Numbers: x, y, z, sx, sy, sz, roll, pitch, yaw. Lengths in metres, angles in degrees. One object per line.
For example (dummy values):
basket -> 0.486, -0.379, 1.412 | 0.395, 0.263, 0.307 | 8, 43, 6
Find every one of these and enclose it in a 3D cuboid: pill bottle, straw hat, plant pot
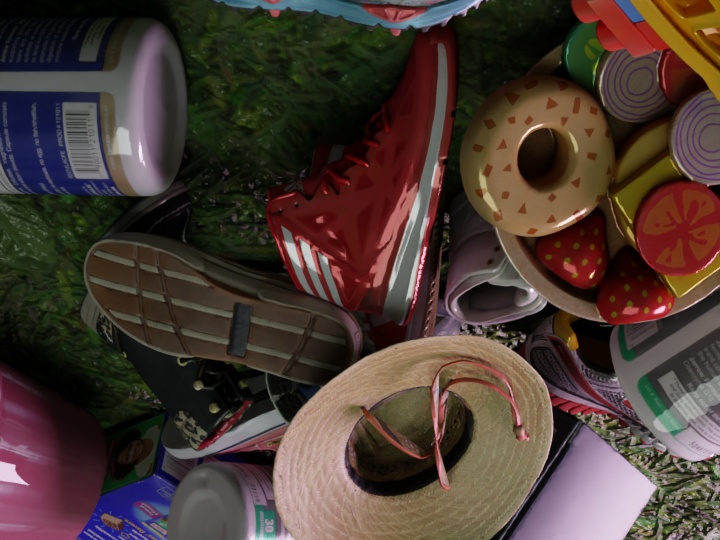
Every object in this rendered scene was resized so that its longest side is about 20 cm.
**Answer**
pill bottle -> -0.223, -0.108, 0.981 | 0.198, 0.116, 0.116 | 2, 140, 10
straw hat -> 0.030, 0.107, 1.028 | 0.199, 0.085, 0.202 | -6, 121, -11
pill bottle -> 0.280, 0.035, 1.014 | 0.200, 0.114, 0.113 | -37, 123, 28
plant pot -> -0.327, 0.161, 1.283 | 0.178, 0.201, 0.199 | 21, 142, -38
pill bottle -> -0.061, 0.229, 1.306 | 0.199, 0.114, 0.113 | 10, 149, -43

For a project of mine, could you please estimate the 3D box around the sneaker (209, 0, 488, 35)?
sneaker -> -0.010, -0.196, 0.859 | 0.198, 0.080, 0.096 | 4, 138, 8

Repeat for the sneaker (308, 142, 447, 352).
sneaker -> 0.000, 0.000, 1.066 | 0.112, 0.071, 0.201 | 6, 114, 7

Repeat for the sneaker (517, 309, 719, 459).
sneaker -> 0.223, 0.084, 1.143 | 0.199, 0.078, 0.082 | 16, 139, -7

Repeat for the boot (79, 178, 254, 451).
boot -> -0.131, 0.036, 1.111 | 0.154, 0.073, 0.204 | 50, 146, 11

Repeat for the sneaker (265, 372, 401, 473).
sneaker -> -0.008, 0.147, 1.122 | 0.078, 0.201, 0.089 | -21, 165, 0

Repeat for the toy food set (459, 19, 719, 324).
toy food set -> 0.173, -0.063, 0.929 | 0.197, 0.049, 0.200 | -37, 106, 0

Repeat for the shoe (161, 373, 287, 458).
shoe -> -0.072, 0.136, 1.273 | 0.199, 0.072, 0.091 | -23, 128, 29

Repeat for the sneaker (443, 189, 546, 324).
sneaker -> 0.134, -0.032, 0.994 | 0.073, 0.116, 0.200 | 34, 133, -24

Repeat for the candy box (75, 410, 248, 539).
candy box -> -0.194, 0.227, 1.405 | 0.199, 0.077, 0.169 | -25, 130, 34

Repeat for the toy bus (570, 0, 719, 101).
toy bus -> 0.224, -0.155, 0.828 | 0.191, 0.137, 0.200 | -14, 139, 45

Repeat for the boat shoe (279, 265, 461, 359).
boat shoe -> -0.021, 0.035, 1.159 | 0.200, 0.065, 0.075 | 11, 154, 7

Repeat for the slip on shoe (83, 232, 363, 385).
slip on shoe -> -0.092, 0.022, 1.030 | 0.198, 0.061, 0.077 | 15, 107, 7

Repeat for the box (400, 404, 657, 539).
box -> 0.102, 0.169, 1.146 | 0.104, 0.148, 0.200 | 39, 174, -32

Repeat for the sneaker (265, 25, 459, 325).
sneaker -> -0.003, -0.066, 0.966 | 0.115, 0.078, 0.202 | 11, 105, 2
